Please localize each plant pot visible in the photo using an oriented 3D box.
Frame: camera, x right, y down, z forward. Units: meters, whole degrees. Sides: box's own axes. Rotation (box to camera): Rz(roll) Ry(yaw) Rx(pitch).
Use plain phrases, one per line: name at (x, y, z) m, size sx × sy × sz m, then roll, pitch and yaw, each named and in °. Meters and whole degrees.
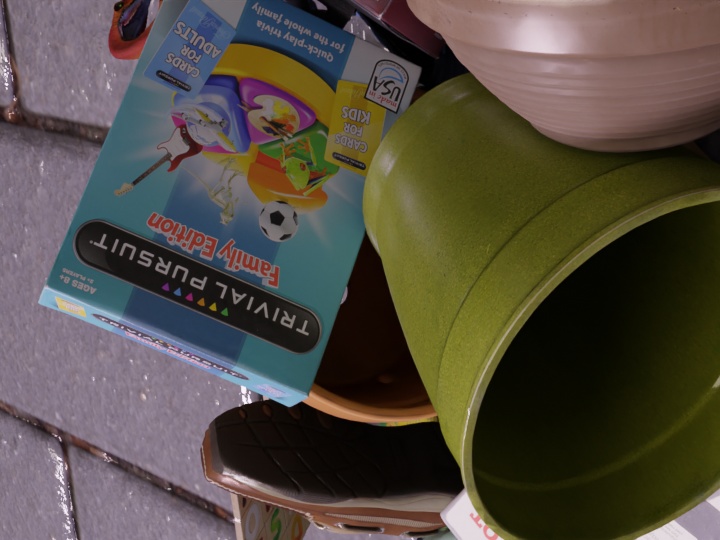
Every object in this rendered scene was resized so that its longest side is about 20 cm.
plant pot at (0.120, -0.115, 0.611) m, size 0.199 × 0.200 × 0.094 m, roll 19°, pitch 131°, yaw 41°
plant pot at (0.000, 0.000, 0.865) m, size 0.202 × 0.198 × 0.140 m, roll 65°, pitch 160°, yaw 4°
plant pot at (0.095, -0.002, 0.687) m, size 0.193 × 0.198 × 0.203 m, roll 53°, pitch 140°, yaw 47°

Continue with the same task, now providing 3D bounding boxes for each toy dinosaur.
toy dinosaur at (-0.118, -0.194, 0.970) m, size 0.179 × 0.200 × 0.107 m, roll -13°, pitch 80°, yaw 18°

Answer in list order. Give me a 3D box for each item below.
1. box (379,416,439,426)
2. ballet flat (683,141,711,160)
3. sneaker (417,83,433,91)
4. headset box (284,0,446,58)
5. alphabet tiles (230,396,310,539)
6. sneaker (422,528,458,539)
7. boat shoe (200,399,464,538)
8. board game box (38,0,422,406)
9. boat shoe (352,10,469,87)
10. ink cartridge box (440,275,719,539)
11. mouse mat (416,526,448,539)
box at (0.089, 0.107, 0.939) m, size 0.198 × 0.048 × 0.119 m, roll 16°, pitch 118°, yaw 40°
ballet flat at (0.198, -0.013, 0.757) m, size 0.200 × 0.063 × 0.069 m, roll 45°, pitch 134°, yaw 25°
sneaker at (0.007, -0.097, 0.941) m, size 0.198 × 0.076 × 0.080 m, roll -8°, pitch 130°, yaw 42°
headset box at (0.021, -0.232, 0.783) m, size 0.148 × 0.077 × 0.201 m, roll 37°, pitch 100°, yaw 30°
alphabet tiles at (-0.048, 0.121, 0.971) m, size 0.007 × 0.201 × 0.169 m, roll 6°, pitch 124°, yaw 17°
sneaker at (0.125, 0.237, 0.927) m, size 0.200 × 0.074 × 0.118 m, roll 43°, pitch 163°, yaw -8°
boat shoe at (-0.009, 0.138, 0.879) m, size 0.074 × 0.197 × 0.076 m, roll -58°, pitch 30°, yaw 38°
board game box at (-0.068, -0.049, 0.754) m, size 0.047 × 0.149 × 0.202 m, roll 146°, pitch 145°, yaw -69°
boat shoe at (0.022, -0.188, 0.856) m, size 0.200 × 0.068 × 0.085 m, roll 51°, pitch 128°, yaw 34°
ink cartridge box at (0.165, 0.125, 0.779) m, size 0.200 × 0.084 × 0.145 m, roll -49°, pitch 67°, yaw 19°
mouse mat at (0.095, 0.268, 1.014) m, size 0.160 × 0.007 × 0.202 m, roll 33°, pitch 129°, yaw 27°
